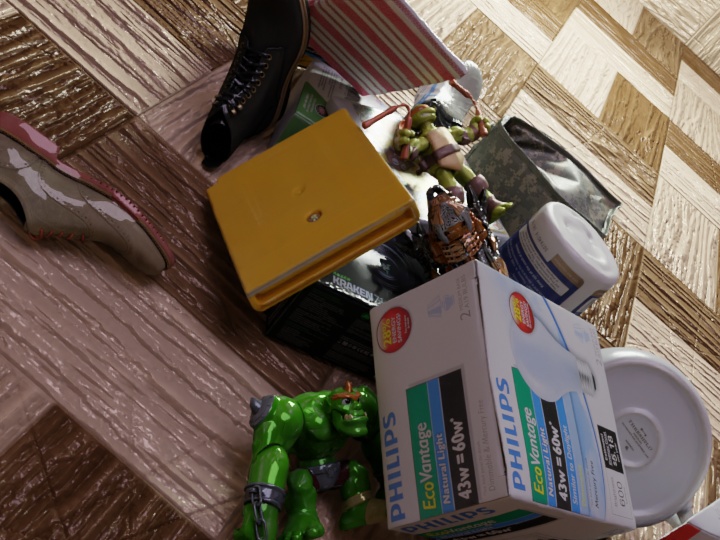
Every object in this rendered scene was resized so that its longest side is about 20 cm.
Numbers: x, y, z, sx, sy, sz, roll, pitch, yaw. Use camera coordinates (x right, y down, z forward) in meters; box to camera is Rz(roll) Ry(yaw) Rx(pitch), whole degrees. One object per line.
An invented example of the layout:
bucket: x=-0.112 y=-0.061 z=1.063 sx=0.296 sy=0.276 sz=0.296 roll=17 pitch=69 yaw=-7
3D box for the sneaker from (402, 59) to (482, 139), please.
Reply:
sneaker: x=0.088 y=-0.190 z=1.048 sx=0.073 sy=0.072 sz=0.201 roll=61 pitch=40 yaw=-22

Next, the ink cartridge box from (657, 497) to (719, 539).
ink cartridge box: x=0.286 y=0.290 z=0.840 sx=0.198 sy=0.162 sz=0.050 roll=-8 pitch=54 yaw=-47

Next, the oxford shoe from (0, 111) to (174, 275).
oxford shoe: x=-0.257 y=-0.048 z=0.766 sx=0.199 sy=0.070 sz=0.075 roll=36 pitch=63 yaw=-11

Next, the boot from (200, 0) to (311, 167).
boot: x=-0.117 y=-0.217 z=0.940 sx=0.076 sy=0.203 sz=0.139 roll=19 pitch=39 yaw=12

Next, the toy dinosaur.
toy dinosaur: x=0.099 y=-0.001 z=0.841 sx=0.100 sy=0.203 sz=0.136 roll=-13 pitch=36 yaw=-10

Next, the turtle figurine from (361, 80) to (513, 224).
turtle figurine: x=0.086 y=-0.117 z=0.942 sx=0.198 sy=0.064 sz=0.163 roll=-20 pitch=79 yaw=-47

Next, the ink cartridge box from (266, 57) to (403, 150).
ink cartridge box: x=-0.005 y=-0.147 z=1.068 sx=0.198 sy=0.084 sz=0.146 roll=31 pitch=36 yaw=-16

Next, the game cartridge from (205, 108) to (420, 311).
game cartridge: x=-0.054 y=-0.067 z=0.851 sx=0.033 sy=0.174 sz=0.201 roll=63 pitch=-2 yaw=-39

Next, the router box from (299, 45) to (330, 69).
router box: x=-0.033 y=-0.289 z=1.144 sx=0.197 sy=0.052 sz=0.148 roll=11 pitch=4 yaw=-36

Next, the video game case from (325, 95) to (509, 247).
video game case: x=0.068 y=-0.112 z=1.005 sx=0.198 sy=0.023 sz=0.184 roll=8 pitch=47 yaw=-42

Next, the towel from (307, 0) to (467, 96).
towel: x=0.013 y=-0.258 z=0.967 sx=0.146 sy=0.198 sz=0.030 roll=38 pitch=72 yaw=-31

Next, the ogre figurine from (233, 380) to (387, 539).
ogre figurine: x=-0.030 y=0.160 z=0.736 sx=0.196 sy=0.098 sz=0.122 roll=-6 pitch=74 yaw=-28

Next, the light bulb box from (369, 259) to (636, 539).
light bulb box: x=0.122 y=0.128 z=0.760 sx=0.198 sy=0.124 sz=0.202 roll=24 pitch=51 yaw=-42

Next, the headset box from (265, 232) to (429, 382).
headset box: x=0.000 y=0.000 z=0.919 sx=0.172 sy=0.093 sz=0.202 roll=26 pitch=38 yaw=-22

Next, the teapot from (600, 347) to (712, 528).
teapot: x=0.279 y=0.181 z=0.959 sx=0.193 sy=0.146 sz=0.205 roll=4 pitch=85 yaw=-2

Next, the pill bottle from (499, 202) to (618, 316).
pill bottle: x=0.174 y=0.030 z=0.955 sx=0.110 sy=0.200 sz=0.112 roll=31 pitch=31 yaw=-22

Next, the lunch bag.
lunch bag: x=0.210 y=-0.089 z=1.145 sx=0.200 sy=0.164 sz=0.118 roll=43 pitch=41 yaw=0
